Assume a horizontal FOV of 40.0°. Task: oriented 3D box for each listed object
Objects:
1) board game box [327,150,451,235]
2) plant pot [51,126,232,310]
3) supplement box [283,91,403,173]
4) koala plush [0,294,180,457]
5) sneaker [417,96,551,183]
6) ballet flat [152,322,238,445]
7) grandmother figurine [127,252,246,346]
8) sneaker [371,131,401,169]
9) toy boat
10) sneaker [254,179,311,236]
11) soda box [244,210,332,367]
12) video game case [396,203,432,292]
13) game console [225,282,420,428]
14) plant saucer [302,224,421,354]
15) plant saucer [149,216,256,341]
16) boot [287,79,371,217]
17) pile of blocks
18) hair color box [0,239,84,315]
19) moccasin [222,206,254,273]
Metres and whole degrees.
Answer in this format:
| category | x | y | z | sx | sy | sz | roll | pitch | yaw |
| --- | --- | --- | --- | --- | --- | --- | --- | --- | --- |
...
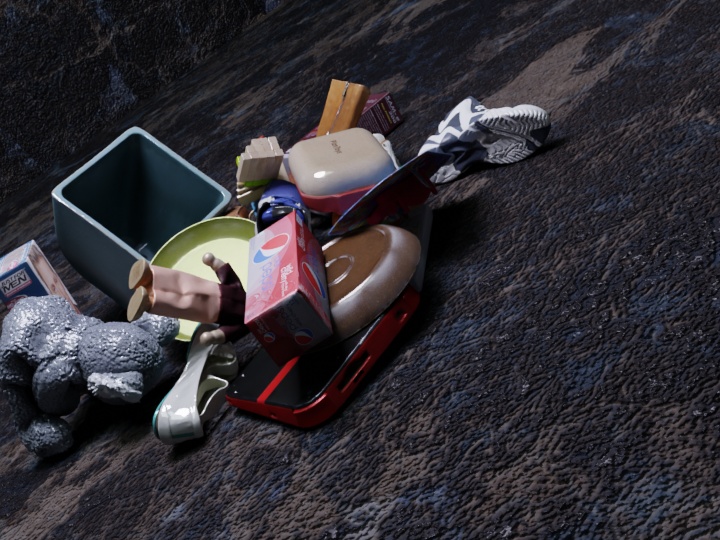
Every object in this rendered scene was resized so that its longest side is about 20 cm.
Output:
| category | x | y | z | sx | sy | sz | roll | pitch | yaw |
| --- | --- | --- | --- | --- | --- | --- | --- | --- | --- |
| board game box | 0.047 | -0.078 | 1.201 | 0.157 | 0.039 | 0.200 | -39 | -8 | 17 |
| plant pot | -0.342 | -0.052 | 1.515 | 0.197 | 0.194 | 0.201 | -50 | -9 | -40 |
| supplement box | -0.034 | -0.224 | 1.681 | 0.200 | 0.061 | 0.108 | -42 | 26 | -24 |
| koala plush | -0.329 | 0.114 | 1.226 | 0.197 | 0.186 | 0.178 | -4 | 32 | 25 |
| sneaker | 0.176 | -0.200 | 1.345 | 0.198 | 0.080 | 0.131 | -25 | 29 | 40 |
| ballet flat | -0.176 | 0.125 | 1.141 | 0.069 | 0.070 | 0.201 | -19 | 29 | 25 |
| grandmother figurine | -0.173 | 0.036 | 1.166 | 0.060 | 0.198 | 0.123 | -26 | 55 | 50 |
| sneaker | 0.021 | -0.141 | 1.412 | 0.072 | 0.085 | 0.201 | -24 | 24 | 8 |
| toy boat | -0.021 | -0.106 | 1.316 | 0.128 | 0.133 | 0.200 | -14 | 26 | -7 |
| sneaker | -0.095 | -0.057 | 1.267 | 0.079 | 0.116 | 0.202 | 11 | 46 | -7 |
| soda box | -0.078 | 0.014 | 1.055 | 0.069 | 0.064 | 0.201 | -31 | 24 | 10 |
| video game case | 0.000 | 0.000 | 1.222 | 0.180 | 0.023 | 0.201 | -23 | 24 | 19 |
| game console | -0.040 | 0.081 | 1.073 | 0.176 | 0.031 | 0.200 | 0 | 42 | 53 |
| plant saucer | -0.024 | 0.011 | 1.102 | 0.198 | 0.032 | 0.201 | -29 | 25 | 15 |
| plant saucer | -0.197 | 0.016 | 1.329 | 0.196 | 0.031 | 0.203 | -8 | 53 | 11 |
| boot | -0.069 | -0.192 | 1.494 | 0.188 | 0.068 | 0.204 | 20 | 97 | 62 |
| pile of blocks | -0.137 | -0.125 | 1.396 | 0.081 | 0.201 | 0.063 | -21 | 59 | -2 |
| hair color box | -0.429 | 0.067 | 1.378 | 0.060 | 0.202 | 0.100 | -30 | 22 | -2 |
| moccasin | -0.166 | -0.041 | 1.446 | 0.077 | 0.074 | 0.202 | -25 | 23 | 5 |
